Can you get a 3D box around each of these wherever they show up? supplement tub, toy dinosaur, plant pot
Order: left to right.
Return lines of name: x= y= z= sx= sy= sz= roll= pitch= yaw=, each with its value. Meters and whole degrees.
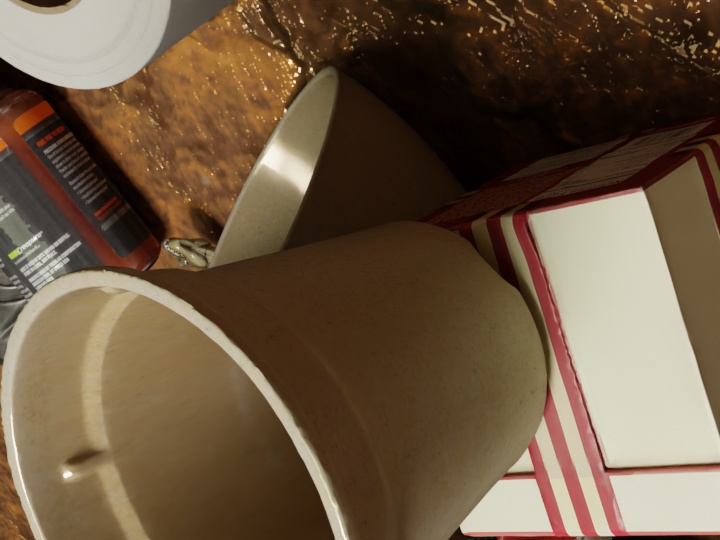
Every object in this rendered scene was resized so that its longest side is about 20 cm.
supplement tub: x=-0.247 y=-0.060 z=0.902 sx=0.107 sy=0.107 sz=0.200 roll=-24 pitch=107 yaw=46
toy dinosaur: x=-0.048 y=0.024 z=0.870 sx=0.200 sy=0.048 sz=0.088 roll=42 pitch=142 yaw=-6
plant pot: x=-0.021 y=0.067 z=0.529 sx=0.200 sy=0.183 sz=0.202 roll=17 pitch=119 yaw=35

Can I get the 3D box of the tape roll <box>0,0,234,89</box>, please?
tape roll: x=-0.145 y=-0.220 z=0.665 sx=0.202 sy=0.139 sz=0.204 roll=21 pitch=135 yaw=23

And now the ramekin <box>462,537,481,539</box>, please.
ramekin: x=0.087 y=0.279 z=0.809 sx=0.200 sy=0.097 sz=0.200 roll=55 pitch=168 yaw=18

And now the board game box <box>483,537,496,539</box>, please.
board game box: x=0.154 y=0.275 z=0.844 sx=0.200 sy=0.026 sz=0.201 roll=45 pitch=162 yaw=58

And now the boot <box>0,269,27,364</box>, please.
boot: x=-0.278 y=0.035 z=1.025 sx=0.199 sy=0.070 sz=0.132 roll=20 pitch=131 yaw=20

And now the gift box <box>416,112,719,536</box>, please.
gift box: x=0.149 y=0.031 z=0.626 sx=0.184 sy=0.199 sz=0.188 roll=-9 pitch=102 yaw=46

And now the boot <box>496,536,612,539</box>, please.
boot: x=0.082 y=0.122 z=0.748 sx=0.072 sy=0.200 sz=0.144 roll=-44 pitch=93 yaw=15

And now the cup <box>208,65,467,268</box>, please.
cup: x=0.000 y=0.000 z=0.724 sx=0.143 sy=0.201 sz=0.200 roll=25 pitch=141 yaw=-16
